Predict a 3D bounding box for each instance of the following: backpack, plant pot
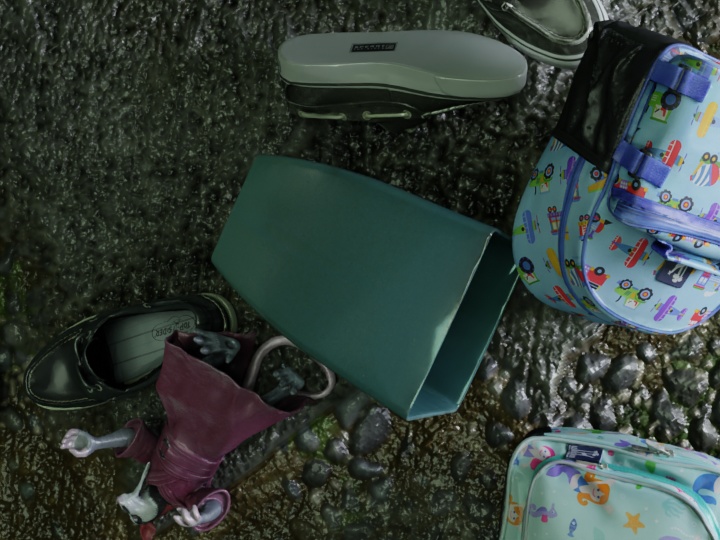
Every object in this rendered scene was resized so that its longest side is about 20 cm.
[{"bbox_3d":[0.194,0.207,0.792,0.197,0.151,0.180,9,90,8],"label":"backpack"},{"bbox_3d":[0.207,-0.046,0.773,0.181,0.135,0.202,19,103,-27],"label":"backpack"},{"bbox_3d":[0.000,0.000,0.845,0.198,0.141,0.143,26,95,20],"label":"plant pot"}]

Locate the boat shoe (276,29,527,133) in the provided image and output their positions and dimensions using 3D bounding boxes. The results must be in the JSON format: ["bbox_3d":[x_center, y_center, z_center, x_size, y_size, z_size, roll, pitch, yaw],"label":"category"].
[{"bbox_3d":[0.033,-0.145,0.876,0.197,0.071,0.064,7,131,18],"label":"boat shoe"}]

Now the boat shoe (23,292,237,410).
[{"bbox_3d":[-0.200,0.068,0.923,0.197,0.066,0.076,-14,86,13],"label":"boat shoe"}]

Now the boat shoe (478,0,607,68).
[{"bbox_3d":[0.107,-0.231,0.849,0.200,0.064,0.071,45,99,10],"label":"boat shoe"}]

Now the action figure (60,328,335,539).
[{"bbox_3d":[-0.136,0.132,0.903,0.134,0.148,0.201,41,117,16],"label":"action figure"}]
